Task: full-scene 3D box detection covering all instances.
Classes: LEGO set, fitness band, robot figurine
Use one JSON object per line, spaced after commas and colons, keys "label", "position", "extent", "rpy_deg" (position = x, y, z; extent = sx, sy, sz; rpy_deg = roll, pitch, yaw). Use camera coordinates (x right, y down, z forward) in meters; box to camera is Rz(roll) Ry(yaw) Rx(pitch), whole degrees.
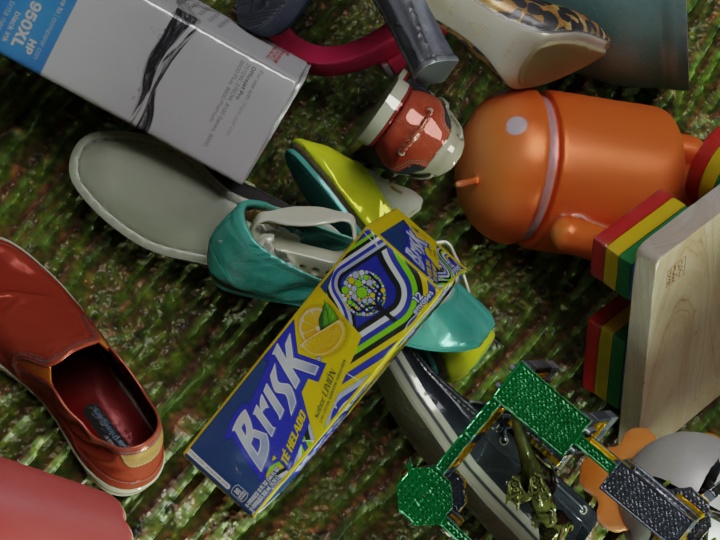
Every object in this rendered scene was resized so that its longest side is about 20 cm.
{"label": "LEGO set", "position": [0.130, 0.148, 1.396], "extent": [0.199, 0.116, 0.154], "rpy_deg": [32, 97, 15]}
{"label": "fitness band", "position": [0.018, -0.219, 1.611], "extent": [0.200, 0.037, 0.144], "rpy_deg": [-40, 54, -4]}
{"label": "robot figurine", "position": [0.154, -0.068, 1.588], "extent": [0.199, 0.117, 0.145], "rpy_deg": [7, 76, -16]}

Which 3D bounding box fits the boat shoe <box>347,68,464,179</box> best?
{"label": "boat shoe", "position": [0.035, -0.096, 1.530], "extent": [0.062, 0.200, 0.071], "rpy_deg": [32, 92, -4]}

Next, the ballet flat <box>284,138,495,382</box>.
{"label": "ballet flat", "position": [0.025, -0.016, 1.533], "extent": [0.067, 0.067, 0.201], "rpy_deg": [-32, 85, -15]}

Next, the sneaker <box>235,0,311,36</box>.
{"label": "sneaker", "position": [-0.018, -0.234, 1.559], "extent": [0.082, 0.070, 0.201], "rpy_deg": [45, 62, -41]}

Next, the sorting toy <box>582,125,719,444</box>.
{"label": "sorting toy", "position": [0.238, -0.002, 1.545], "extent": [0.198, 0.201, 0.069], "rpy_deg": [-35, 53, -29]}

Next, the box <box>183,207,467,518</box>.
{"label": "box", "position": [-0.023, 0.058, 1.401], "extent": [0.064, 0.200, 0.070], "rpy_deg": [41, 20, 6]}

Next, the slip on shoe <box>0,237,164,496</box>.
{"label": "slip on shoe", "position": [-0.191, 0.053, 1.424], "extent": [0.074, 0.061, 0.200], "rpy_deg": [-31, 75, -30]}

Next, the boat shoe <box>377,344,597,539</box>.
{"label": "boat shoe", "position": [0.081, 0.116, 1.479], "extent": [0.062, 0.075, 0.200], "rpy_deg": [-41, 87, -15]}

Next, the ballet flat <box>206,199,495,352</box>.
{"label": "ballet flat", "position": [0.000, 0.000, 1.448], "extent": [0.199, 0.071, 0.068], "rpy_deg": [15, 40, -7]}

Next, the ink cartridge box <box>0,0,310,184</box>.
{"label": "ink cartridge box", "position": [-0.140, -0.147, 1.498], "extent": [0.199, 0.145, 0.085], "rpy_deg": [29, 100, -3]}

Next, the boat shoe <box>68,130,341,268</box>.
{"label": "boat shoe", "position": [-0.104, -0.035, 1.509], "extent": [0.200, 0.061, 0.072], "rpy_deg": [25, 88, -4]}

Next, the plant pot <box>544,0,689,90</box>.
{"label": "plant pot", "position": [0.174, -0.230, 1.660], "extent": [0.133, 0.201, 0.201], "rpy_deg": [-4, 60, 8]}

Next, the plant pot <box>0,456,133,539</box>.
{"label": "plant pot", "position": [-0.233, 0.187, 1.265], "extent": [0.176, 0.200, 0.202], "rpy_deg": [9, 59, -25]}

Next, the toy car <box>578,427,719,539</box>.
{"label": "toy car", "position": [0.247, 0.148, 1.474], "extent": [0.199, 0.185, 0.177], "rpy_deg": [22, 56, 6]}

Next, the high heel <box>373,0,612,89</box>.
{"label": "high heel", "position": [0.084, -0.199, 1.541], "extent": [0.199, 0.071, 0.143], "rpy_deg": [-6, 62, -41]}
